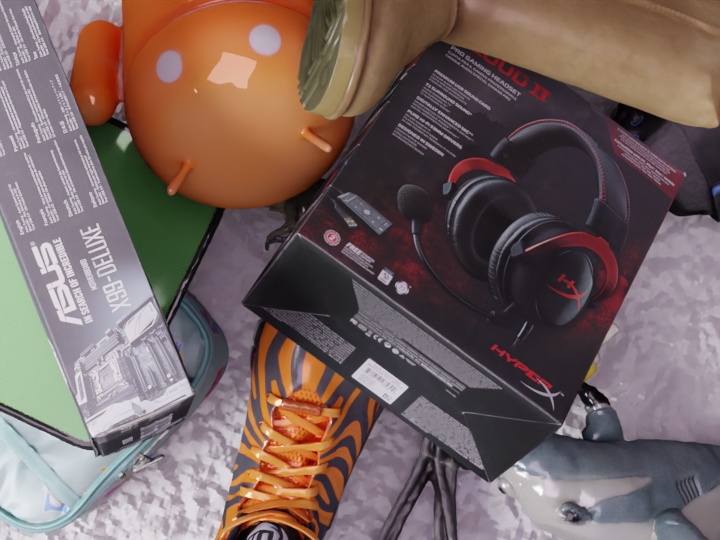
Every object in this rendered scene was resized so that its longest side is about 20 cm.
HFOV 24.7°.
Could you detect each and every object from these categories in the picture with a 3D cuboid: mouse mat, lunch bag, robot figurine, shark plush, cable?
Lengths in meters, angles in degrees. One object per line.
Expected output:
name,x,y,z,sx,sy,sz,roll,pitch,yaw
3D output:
mouse mat,-0.184,-0.019,0.830,0.200,0.008,0.161,25,79,-2
lunch bag,-0.180,0.036,0.874,0.200,0.077,0.160,44,88,3
robot figurine,-0.061,-0.111,0.827,0.144,0.200,0.117,20,126,-24
shark plush,0.115,0.100,0.865,0.200,0.091,0.083,23,73,-7
cable,0.049,0.086,0.883,0.097,0.050,0.200,32,87,4

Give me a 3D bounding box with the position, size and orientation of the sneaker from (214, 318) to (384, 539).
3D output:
sneaker,-0.030,0.101,0.818,0.078,0.112,0.200,11,116,1

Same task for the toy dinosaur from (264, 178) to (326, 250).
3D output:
toy dinosaur,0.000,0.000,0.867,0.200,0.047,0.088,21,77,12

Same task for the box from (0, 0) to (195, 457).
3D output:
box,-0.135,-0.017,0.753,0.050,0.158,0.200,-22,85,-10

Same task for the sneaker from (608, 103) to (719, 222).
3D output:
sneaker,0.150,-0.115,0.880,0.112,0.073,0.200,-38,88,0

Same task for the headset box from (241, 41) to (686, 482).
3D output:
headset box,0.059,-0.024,0.801,0.149,0.075,0.200,37,52,-4

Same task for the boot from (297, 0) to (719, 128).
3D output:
boot,0.079,-0.107,0.758,0.200,0.175,0.066,18,133,-10
